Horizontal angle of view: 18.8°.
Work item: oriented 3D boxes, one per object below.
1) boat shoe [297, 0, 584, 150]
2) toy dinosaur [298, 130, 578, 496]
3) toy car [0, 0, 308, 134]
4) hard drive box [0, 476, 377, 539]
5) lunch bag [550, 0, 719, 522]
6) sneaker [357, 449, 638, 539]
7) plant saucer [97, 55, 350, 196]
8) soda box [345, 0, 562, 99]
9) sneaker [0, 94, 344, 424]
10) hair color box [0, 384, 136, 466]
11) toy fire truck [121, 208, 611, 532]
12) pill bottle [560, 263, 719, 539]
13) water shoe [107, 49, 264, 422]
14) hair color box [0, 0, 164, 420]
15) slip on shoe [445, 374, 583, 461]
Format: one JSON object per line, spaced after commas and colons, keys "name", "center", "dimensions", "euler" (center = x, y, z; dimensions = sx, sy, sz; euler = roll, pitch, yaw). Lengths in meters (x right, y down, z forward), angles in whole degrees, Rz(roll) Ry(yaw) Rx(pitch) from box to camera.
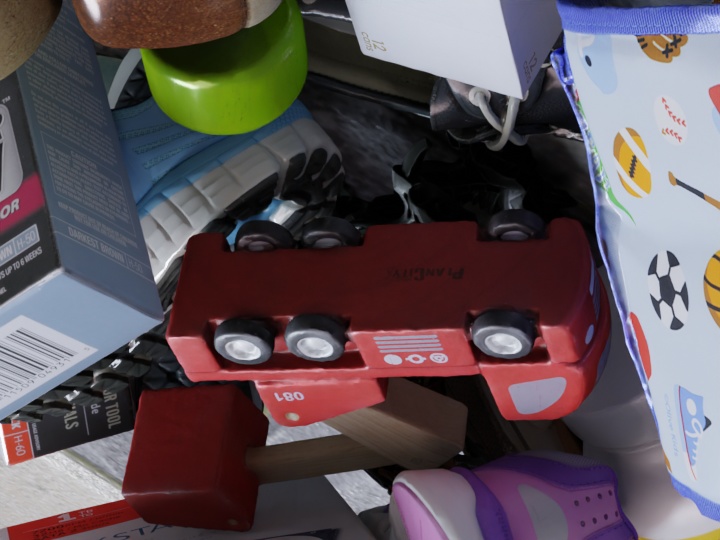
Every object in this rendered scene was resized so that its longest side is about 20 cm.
{"name": "boat shoe", "center": [0.037, -0.074, 0.768], "dimensions": [0.200, 0.060, 0.076], "euler": [21, 154, 20]}
{"name": "toy dinosaur", "center": [0.000, 0.000, 0.856], "dimensions": [0.136, 0.102, 0.200], "euler": [-20, 126, 35]}
{"name": "toy car", "center": [-0.133, -0.113, 0.673], "dimensions": [0.164, 0.200, 0.158], "euler": [80, 165, -53]}
{"name": "hard drive box", "center": [-0.069, 0.146, 0.846], "dimensions": [0.200, 0.155, 0.077], "euler": [-150, 48, -76]}
{"name": "lunch bag", "center": [0.156, -0.015, 0.618], "dimensions": [0.200, 0.124, 0.170], "euler": [-4, 107, 42]}
{"name": "sneaker", "center": [0.053, 0.111, 0.830], "dimensions": [0.200, 0.088, 0.081], "euler": [119, 130, -74]}
{"name": "plant saucer", "center": [-0.082, -0.021, 1.024], "dimensions": [0.201, 0.039, 0.201], "euler": [24, 155, 12]}
{"name": "soda box", "center": [0.021, -0.142, 0.646], "dimensions": [0.064, 0.068, 0.200], "euler": [18, 153, 25]}
{"name": "sneaker", "center": [-0.101, -0.014, 0.826], "dimensions": [0.090, 0.200, 0.078], "euler": [61, -166, 23]}
{"name": "hair color box", "center": [-0.160, -0.010, 0.957], "dimensions": [0.200, 0.061, 0.102], "euler": [-135, 34, -56]}
{"name": "toy fire truck", "center": [-0.003, 0.041, 0.783], "dimensions": [0.199, 0.049, 0.141], "euler": [-2, 145, 17]}
{"name": "pill bottle", "center": [0.161, 0.081, 0.863], "dimensions": [0.112, 0.113, 0.200], "euler": [-4, 139, 50]}
{"name": "water shoe", "center": [-0.075, -0.013, 0.928], "dimensions": [0.071, 0.201, 0.079], "euler": [1, -164, -2]}
{"name": "hair color box", "center": [-0.145, -0.051, 0.784], "dimensions": [0.099, 0.200, 0.061], "euler": [-30, 147, 21]}
{"name": "slip on shoe", "center": [0.081, 0.095, 0.912], "dimensions": [0.061, 0.076, 0.200], "euler": [-34, 75, 27]}
